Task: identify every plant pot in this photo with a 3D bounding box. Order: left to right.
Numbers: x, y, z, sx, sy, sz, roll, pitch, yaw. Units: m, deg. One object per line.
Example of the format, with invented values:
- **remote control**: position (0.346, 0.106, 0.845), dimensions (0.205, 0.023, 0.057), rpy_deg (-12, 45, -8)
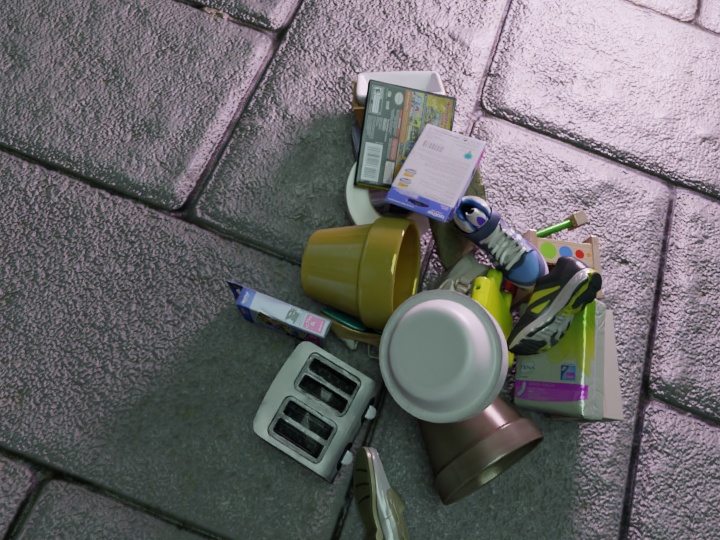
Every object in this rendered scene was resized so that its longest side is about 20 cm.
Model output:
- **plant pot**: position (0.000, 0.000, 0.949), dimensions (0.185, 0.201, 0.204), rpy_deg (7, 68, 20)
- **plant pot**: position (0.180, 0.268, 0.886), dimensions (0.197, 0.202, 0.175), rpy_deg (-26, 58, -14)

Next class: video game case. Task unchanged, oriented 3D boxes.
- **video game case**: position (0.088, -0.252, 1.004), dimensions (0.177, 0.025, 0.205), rpy_deg (8, 90, -9)

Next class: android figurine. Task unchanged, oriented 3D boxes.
- **android figurine**: position (0.231, 0.101, 0.909), dimensions (0.040, 0.183, 0.202), rpy_deg (-6, 43, 34)

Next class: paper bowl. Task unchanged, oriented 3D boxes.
- **paper bowl**: position (0.123, 0.131, 0.797), dimensions (0.197, 0.104, 0.205), rpy_deg (-7, 73, 23)

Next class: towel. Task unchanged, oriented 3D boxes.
- **towel**: position (0.193, -0.111, 1.021), dimensions (0.147, 0.202, 0.036), rpy_deg (-37, 38, -19)

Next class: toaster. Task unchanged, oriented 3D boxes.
- **toaster**: position (-0.080, 0.237, 0.891), dimensions (0.198, 0.119, 0.182), rpy_deg (30, 69, 5)

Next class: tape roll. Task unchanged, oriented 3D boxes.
- **tape roll**: position (0.064, -0.152, 1.034), dimensions (0.198, 0.037, 0.208), rpy_deg (0, 90, -8)

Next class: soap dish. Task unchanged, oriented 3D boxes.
- **soap dish**: position (0.082, -0.362, 1.101), dimensions (0.195, 0.082, 0.159), rpy_deg (-1, 39, 1)

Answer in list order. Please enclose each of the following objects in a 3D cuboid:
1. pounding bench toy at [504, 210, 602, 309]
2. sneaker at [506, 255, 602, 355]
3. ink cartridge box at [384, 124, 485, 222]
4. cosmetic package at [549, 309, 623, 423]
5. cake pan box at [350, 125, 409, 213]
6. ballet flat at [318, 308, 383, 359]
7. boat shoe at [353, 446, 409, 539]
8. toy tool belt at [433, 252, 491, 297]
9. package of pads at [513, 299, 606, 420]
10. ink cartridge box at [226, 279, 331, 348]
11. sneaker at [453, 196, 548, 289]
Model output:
- **pounding bench toy**: position (0.372, -0.030, 1.029), dimensions (0.153, 0.125, 0.204), rpy_deg (7, 70, -3)
- **sneaker**: position (0.322, 0.062, 0.884), dimensions (0.074, 0.201, 0.085), rpy_deg (26, 24, -31)
- **ink cartridge box**: position (0.134, -0.168, 0.918), dimensions (0.117, 0.042, 0.202), rpy_deg (21, 60, 16)
- **cosmetic package**: position (0.413, 0.176, 0.963), dimensions (0.086, 0.103, 0.204), rpy_deg (13, 67, -23)
- **cake pan box**: position (0.083, -0.224, 1.107), dimensions (0.180, 0.052, 0.204), rpy_deg (-11, 72, -7)
- **ballet flat**: position (0.010, 0.129, 0.970), dimensions (0.196, 0.069, 0.064), rpy_deg (17, 99, 3)
- **boat shoe**: position (0.038, 0.403, 0.876), dimensions (0.067, 0.075, 0.204), rpy_deg (0, 67, -27)
- **toy tool belt**: position (0.193, 0.069, 0.973), dimensions (0.123, 0.125, 0.200), rpy_deg (42, 52, 3)
- **package of pads**: position (0.352, 0.153, 0.920), dimensions (0.067, 0.154, 0.204), rpy_deg (15, 76, -28)
- **ink cartridge box**: position (-0.151, 0.084, 0.936), dimensions (0.197, 0.120, 0.043), rpy_deg (23, 71, 2)
- **sneaker**: position (0.241, -0.056, 0.930), dimensions (0.081, 0.145, 0.201), rpy_deg (-46, 51, 17)
